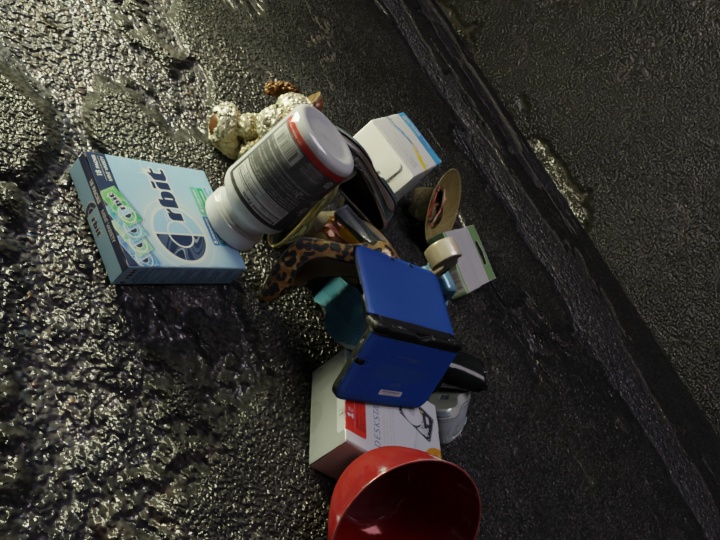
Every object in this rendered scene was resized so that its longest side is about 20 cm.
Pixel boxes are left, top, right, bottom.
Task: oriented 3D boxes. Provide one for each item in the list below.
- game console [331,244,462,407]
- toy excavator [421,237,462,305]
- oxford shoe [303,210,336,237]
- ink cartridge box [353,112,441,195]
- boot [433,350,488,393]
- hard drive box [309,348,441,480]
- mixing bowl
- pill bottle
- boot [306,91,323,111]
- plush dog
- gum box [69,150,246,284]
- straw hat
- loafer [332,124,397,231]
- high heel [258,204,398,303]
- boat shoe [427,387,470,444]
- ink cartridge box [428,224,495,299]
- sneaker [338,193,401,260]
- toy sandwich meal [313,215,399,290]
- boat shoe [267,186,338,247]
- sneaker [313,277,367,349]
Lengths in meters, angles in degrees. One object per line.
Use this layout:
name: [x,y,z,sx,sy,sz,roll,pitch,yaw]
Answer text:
game console: [0.041,0.085,0.946,0.198,0.172,0.118,18,19,-46]
toy excavator: [0.130,0.012,1.231,0.193,0.199,0.101,5,53,-54]
oxford shoe: [-0.047,-0.088,1.208,0.199,0.075,0.071,-5,62,-57]
ink cartridge box: [0.052,-0.226,1.431,0.145,0.147,0.200,53,28,1]
boot: [0.142,0.168,1.126,0.160,0.074,0.198,22,7,-19]
hard drive box: [0.024,0.233,0.963,0.199,0.077,0.157,35,33,-29]
mixing bowl: [0.037,0.296,0.832,0.199,0.202,0.108,35,0,-28]
pill bottle: [-0.115,-0.124,0.932,0.116,0.199,0.117,43,25,-25]
boot: [-0.075,-0.233,1.237,0.156,0.073,0.200,56,-15,-8]
plush dog: [-0.135,-0.213,1.115,0.159,0.171,0.202,8,51,-52]
gum box: [-0.264,-0.064,0.897,0.199,0.044,0.172,1,58,-57]
straw hat: [0.156,-0.151,1.558,0.084,0.205,0.200,17,17,25]
loafer: [-0.012,-0.143,1.043,0.200,0.071,0.064,43,41,-30]
high heel: [-0.043,0.012,0.986,0.143,0.200,0.072,45,-9,20]
boat shoe: [0.146,0.245,1.142,0.201,0.069,0.073,-5,96,-75]
ink cartridge box: [0.238,-0.024,1.564,0.199,0.047,0.148,-17,84,-61]
sneaker: [0.026,-0.059,1.160,0.073,0.202,0.112,-32,51,-22]
toy sandwich meal: [0.000,0.000,1.098,0.070,0.205,0.207,-32,84,-21]
boat shoe: [-0.091,-0.110,1.036,0.073,0.201,0.063,43,47,4]
sneaker: [-0.012,0.071,1.030,0.081,0.076,0.200,44,4,-20]
